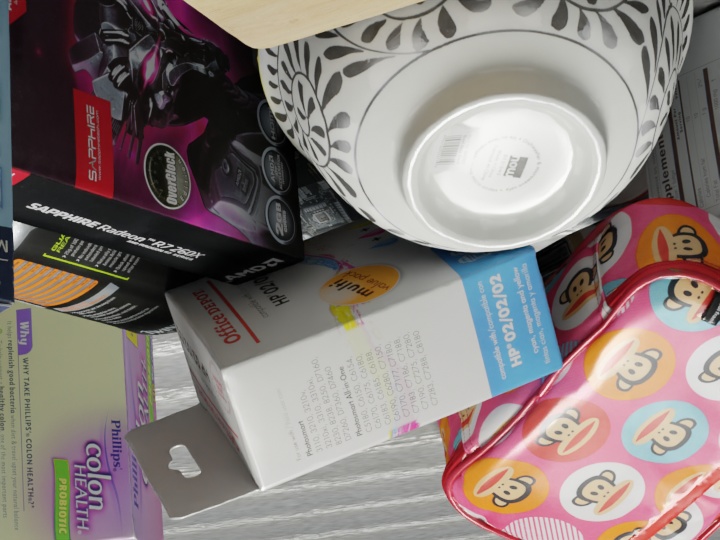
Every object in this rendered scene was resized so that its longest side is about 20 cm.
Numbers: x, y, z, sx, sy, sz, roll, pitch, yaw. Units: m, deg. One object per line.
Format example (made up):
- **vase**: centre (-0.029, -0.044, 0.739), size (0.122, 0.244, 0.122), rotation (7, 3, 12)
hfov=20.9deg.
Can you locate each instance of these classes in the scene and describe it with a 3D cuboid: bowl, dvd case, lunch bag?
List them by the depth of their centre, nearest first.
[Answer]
- **bowl**: centre (0.057, -0.073, 0.850), size (0.199, 0.095, 0.202), rotation (-4, 134, -4)
- **lunch bag**: centre (0.153, 0.070, 0.997), size (0.176, 0.082, 0.200), rotation (27, 124, -24)
- **dvd case**: centre (0.161, -0.026, 1.142), size (0.199, 0.016, 0.149), rotation (-22, 175, -28)

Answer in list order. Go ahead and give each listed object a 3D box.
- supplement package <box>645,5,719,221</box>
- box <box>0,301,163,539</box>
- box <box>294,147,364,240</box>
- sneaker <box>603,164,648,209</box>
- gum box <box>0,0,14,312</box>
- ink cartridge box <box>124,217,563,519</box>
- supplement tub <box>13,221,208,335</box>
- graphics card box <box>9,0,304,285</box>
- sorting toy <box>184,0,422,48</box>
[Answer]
- **supplement package**: centre (0.249, -0.084, 0.969), size (0.113, 0.110, 0.199), rotation (12, 155, -42)
- **box**: centre (-0.242, 0.115, 1.323), size (0.199, 0.177, 0.097), rotation (-8, 161, 5)
- **box**: centre (0.000, 0.000, 1.080), size (0.160, 0.044, 0.200), rotation (-16, 126, 41)
- **sneaker**: centre (0.062, -0.062, 1.077), size (0.115, 0.079, 0.200), rotation (26, 139, -37)
- **gum box**: centre (-0.196, -0.059, 0.775), size (0.044, 0.201, 0.170), rotation (9, 158, -37)
- **ink cartridge box**: centre (-0.019, 0.036, 0.937), size (0.199, 0.068, 0.115), rotation (-21, -157, -12)
- **supplement tub**: centre (-0.152, -0.044, 0.959), size (0.122, 0.123, 0.200), rotation (-17, 158, 32)
- **graphics card box**: centre (-0.108, -0.074, 0.874), size (0.051, 0.126, 0.200), rotation (-19, 156, 33)
- **sorting toy**: centre (-0.002, -0.170, 0.707), size (0.199, 0.070, 0.199), rotation (-14, 160, 23)
